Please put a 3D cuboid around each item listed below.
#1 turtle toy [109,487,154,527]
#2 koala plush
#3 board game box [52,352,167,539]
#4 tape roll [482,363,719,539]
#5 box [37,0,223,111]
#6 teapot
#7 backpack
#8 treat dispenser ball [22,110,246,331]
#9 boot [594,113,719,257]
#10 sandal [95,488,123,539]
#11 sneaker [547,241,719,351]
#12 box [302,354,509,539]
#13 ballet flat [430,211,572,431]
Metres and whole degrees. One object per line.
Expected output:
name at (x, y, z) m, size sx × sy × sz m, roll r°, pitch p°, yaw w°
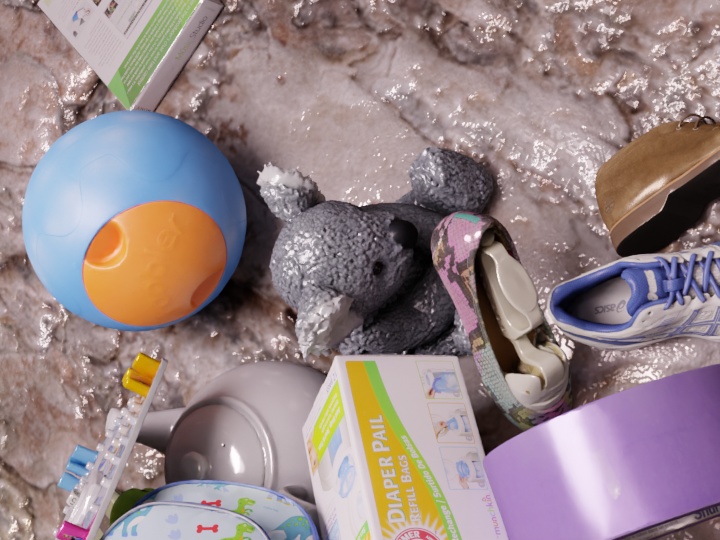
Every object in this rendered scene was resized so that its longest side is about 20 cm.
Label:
turtle toy at (-0.183, 0.270, 1.085) m, size 0.101 × 0.146 × 0.200 m, roll -41°, pitch 38°, yaw 3°
koala plush at (0.000, 0.000, 1.000) m, size 0.184 × 0.200 × 0.178 m, roll -22°, pitch 73°, yaw 30°
board game box at (-0.227, 0.187, 0.991) m, size 0.200 × 0.026 × 0.200 m, roll -50°, pitch 17°, yaw 44°
tape roll at (0.190, 0.138, 0.856) m, size 0.200 × 0.200 × 0.085 m, roll -29°, pitch 70°, yaw 28°
box at (-0.241, -0.274, 1.295) m, size 0.144 × 0.036 × 0.200 m, roll -52°, pitch 59°, yaw 18°
teapot at (-0.094, 0.169, 1.077) m, size 0.200 × 0.146 × 0.198 m, roll -33°, pitch 68°, yaw 26°
backpack at (-0.116, 0.249, 0.909) m, size 0.183 × 0.147 × 0.200 m, roll 8°, pitch 47°, yaw 12°
treat dispenser ball at (-0.205, -0.045, 1.142) m, size 0.201 × 0.201 × 0.201 m, roll -4°, pitch 82°, yaw 34°
boot at (0.256, -0.094, 0.921) m, size 0.200 × 0.074 × 0.076 m, roll -36°, pitch 56°, yaw 28°
sandal at (-0.218, 0.290, 1.198) m, size 0.201 × 0.057 × 0.080 m, roll 40°, pitch 107°, yaw 28°
sneaker at (0.232, 0.018, 0.910) m, size 0.200 × 0.088 × 0.075 m, roll -20°, pitch 72°, yaw 29°
box at (0.032, 0.174, 0.926) m, size 0.113 × 0.101 × 0.200 m, roll 114°, pitch 150°, yaw -48°
ballet flat at (0.117, 0.046, 0.941) m, size 0.071 × 0.069 × 0.200 m, roll 6°, pitch 126°, yaw 63°
